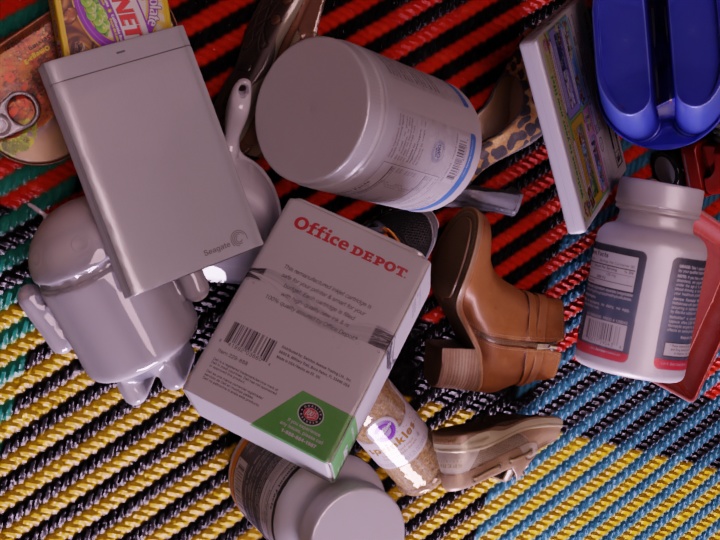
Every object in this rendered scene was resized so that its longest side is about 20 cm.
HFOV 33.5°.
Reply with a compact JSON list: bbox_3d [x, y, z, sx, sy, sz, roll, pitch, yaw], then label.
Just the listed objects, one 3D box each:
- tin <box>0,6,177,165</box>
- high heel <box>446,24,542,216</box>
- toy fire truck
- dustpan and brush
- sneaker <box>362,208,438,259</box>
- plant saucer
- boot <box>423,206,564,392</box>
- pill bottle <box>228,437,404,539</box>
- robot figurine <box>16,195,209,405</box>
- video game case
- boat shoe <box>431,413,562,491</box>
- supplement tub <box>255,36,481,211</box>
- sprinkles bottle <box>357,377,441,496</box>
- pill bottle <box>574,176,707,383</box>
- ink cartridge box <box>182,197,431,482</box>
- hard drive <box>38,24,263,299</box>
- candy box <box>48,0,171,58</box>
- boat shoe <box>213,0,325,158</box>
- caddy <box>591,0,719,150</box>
[{"bbox_3d":[-0.250,-0.175,1.050,0.199,0.042,0.113,-38,109,-16],"label":"tin"},{"bbox_3d":[0.117,-0.159,1.214,0.141,0.071,0.203,7,99,-26],"label":"high heel"},{"bbox_3d":[0.413,-0.175,1.281,0.128,0.200,0.178,-22,108,-20],"label":"toy fire truck"},{"bbox_3d":[-0.125,-0.080,1.090,0.138,0.058,0.201,6,134,-17],"label":"dustpan and brush"},{"bbox_3d":[0.000,0.000,1.169,0.199,0.077,0.079,-37,85,-17],"label":"sneaker"},{"bbox_3d":[0.349,0.024,1.377,0.199,0.037,0.201,27,87,-28],"label":"plant saucer"},{"bbox_3d":[0.154,0.033,1.259,0.153,0.077,0.203,0,102,-24],"label":"boot"},{"bbox_3d":[-0.043,0.218,1.128,0.115,0.200,0.118,-5,102,-25],"label":"pill bottle"},{"bbox_3d":[-0.219,0.018,1.056,0.168,0.113,0.202,-21,111,8],"label":"robot figurine"},{"bbox_3d":[0.223,-0.164,1.234,0.182,0.022,0.202,-45,122,-54],"label":"video game case"},{"bbox_3d":[0.146,0.190,1.265,0.199,0.071,0.065,-3,89,-46],"label":"boat shoe"},{"bbox_3d":[0.012,-0.129,1.094,0.199,0.131,0.134,9,96,-54],"label":"supplement tub"},{"bbox_3d":[0.016,0.144,1.204,0.068,0.068,0.200,-46,123,-12],"label":"sprinkles bottle"},{"bbox_3d":[0.302,0.008,1.265,0.118,0.119,0.203,7,96,-27],"label":"pill bottle"},{"bbox_3d":[-0.041,0.059,1.050,0.145,0.084,0.201,25,71,12],"label":"ink cartridge box"},{"bbox_3d":[-0.174,-0.094,1.007,0.131,0.027,0.202,-23,95,-30],"label":"hard drive"},{"bbox_3d":[-0.213,-0.216,1.027,0.101,0.026,0.203,-15,105,-28],"label":"candy box"},{"bbox_3d":[-0.071,-0.198,1.118,0.071,0.076,0.202,24,97,-31],"label":"boat shoe"},{"bbox_3d":[0.308,-0.227,1.226,0.140,0.105,0.203,-5,81,17],"label":"caddy"}]
